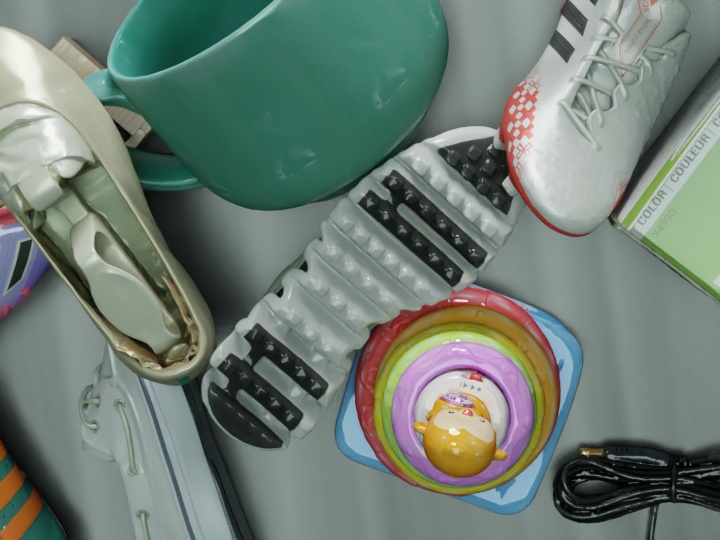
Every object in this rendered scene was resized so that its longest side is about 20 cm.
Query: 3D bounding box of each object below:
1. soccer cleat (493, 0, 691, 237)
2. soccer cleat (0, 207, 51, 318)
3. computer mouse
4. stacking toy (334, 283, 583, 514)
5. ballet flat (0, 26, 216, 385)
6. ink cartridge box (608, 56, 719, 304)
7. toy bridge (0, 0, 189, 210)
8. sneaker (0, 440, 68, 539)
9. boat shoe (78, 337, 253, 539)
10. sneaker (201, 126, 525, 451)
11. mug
[{"bbox_3d":[0.121,-0.096,1.170,0.068,0.200,0.085,36,132,-11],"label":"soccer cleat"},{"bbox_3d":[-0.218,0.021,1.234,0.199,0.067,0.077,-26,97,3],"label":"soccer cleat"},{"bbox_3d":[0.147,0.192,1.260,0.109,0.044,0.202,5,94,2],"label":"computer mouse"},{"bbox_3d":[0.048,0.069,1.178,0.115,0.200,0.110,20,96,1],"label":"stacking toy"},{"bbox_3d":[-0.135,-0.028,1.164,0.069,0.069,0.201,-34,99,5],"label":"ballet flat"},{"bbox_3d":[0.191,-0.060,1.160,0.076,0.200,0.148,37,96,0],"label":"ink cartridge box"},{"bbox_3d":[-0.134,-0.096,1.265,0.067,0.027,0.200,40,95,-2],"label":"toy bridge"},{"bbox_3d":[-0.203,0.127,1.271,0.071,0.080,0.201,-27,72,20],"label":"sneaker"},{"bbox_3d":[-0.115,0.078,1.253,0.066,0.074,0.201,-18,93,4],"label":"boat shoe"},{"bbox_3d":[0.000,0.000,1.199,0.200,0.081,0.075,-42,100,8],"label":"sneaker"},{"bbox_3d":[-0.042,-0.102,1.205,0.115,0.184,0.152,50,57,-25],"label":"mug"}]
